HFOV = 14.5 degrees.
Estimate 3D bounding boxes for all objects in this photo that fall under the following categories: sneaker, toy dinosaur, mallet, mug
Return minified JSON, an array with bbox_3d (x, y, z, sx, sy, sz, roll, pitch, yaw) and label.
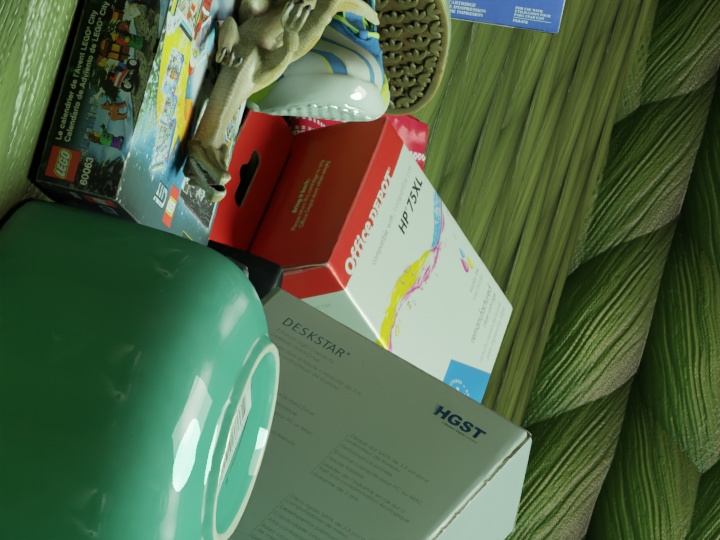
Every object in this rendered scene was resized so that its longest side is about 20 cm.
[{"bbox_3d":[-0.023,-0.135,1.465,0.200,0.075,0.106,-131,-134,-79],"label":"sneaker"},{"bbox_3d":[-0.039,-0.112,1.297,0.200,0.058,0.101,-54,172,-50],"label":"toy dinosaur"},{"bbox_3d":[-0.088,0.032,1.490,0.200,0.066,0.041,121,-11,-68],"label":"mallet"},{"bbox_3d":[-0.103,0.073,1.177,0.152,0.114,0.186,-47,149,-72],"label":"mug"},{"bbox_3d":[0.022,-0.190,1.597,0.201,0.067,0.090,81,18,-45],"label":"sneaker"}]

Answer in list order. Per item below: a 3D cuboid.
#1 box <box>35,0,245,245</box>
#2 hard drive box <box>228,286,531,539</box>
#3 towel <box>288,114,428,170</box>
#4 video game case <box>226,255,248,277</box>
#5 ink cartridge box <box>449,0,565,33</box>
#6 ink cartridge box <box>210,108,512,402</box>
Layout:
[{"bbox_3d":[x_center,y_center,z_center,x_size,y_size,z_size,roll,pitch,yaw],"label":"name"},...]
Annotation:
[{"bbox_3d":[-0.089,-0.081,1.268,0.200,0.037,0.137,57,47,-78],"label":"box"},{"bbox_3d":[-0.039,0.120,1.321,0.200,0.155,0.077,-43,152,-37],"label":"hard drive box"},{"bbox_3d":[0.000,-0.013,1.653,0.144,0.022,0.201,27,58,-54],"label":"towel"},{"bbox_3d":[-0.103,0.104,1.390,0.143,0.019,0.201,-45,153,-34],"label":"video game case"},{"bbox_3d":[0.073,-0.206,1.741,0.200,0.093,0.044,-95,-166,-65],"label":"ink cartridge box"},{"bbox_3d":[0.000,0.000,1.566,0.200,0.067,0.117,55,41,-35],"label":"ink cartridge box"}]
